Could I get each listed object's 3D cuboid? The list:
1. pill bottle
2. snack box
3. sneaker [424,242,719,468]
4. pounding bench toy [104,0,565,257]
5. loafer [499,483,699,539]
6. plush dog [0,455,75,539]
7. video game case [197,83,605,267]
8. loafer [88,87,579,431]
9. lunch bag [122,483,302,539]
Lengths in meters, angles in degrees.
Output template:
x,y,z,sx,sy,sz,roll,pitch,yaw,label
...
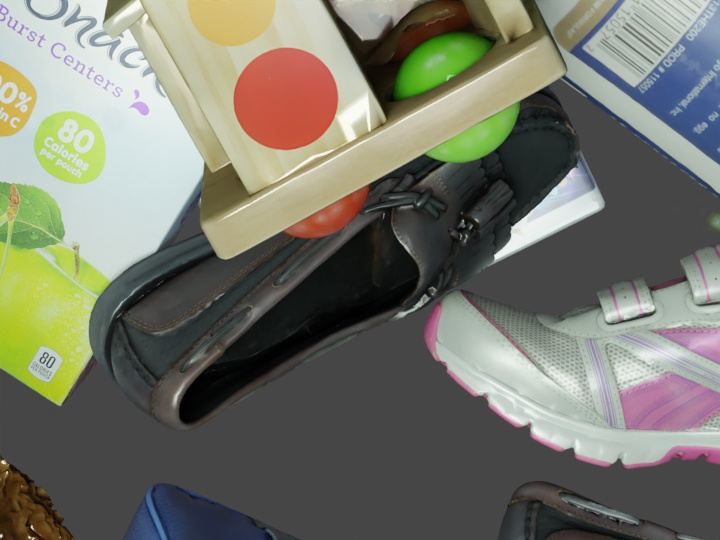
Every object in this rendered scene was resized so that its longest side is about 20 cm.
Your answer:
x,y,z,sx,sy,sz,roll,pitch,yaw,label
0.159,-0.075,1.035,0.200,0.111,0.111,36,96,-8,pill bottle
-0.124,-0.081,1.046,0.168,0.068,0.201,32,103,-1,snack box
0.124,0.028,1.065,0.199,0.081,0.089,12,101,-7,sneaker
0.012,-0.118,0.921,0.199,0.124,0.157,-28,105,6,pounding bench toy
0.146,0.124,1.066,0.199,0.072,0.063,14,52,-14,loafer
-0.203,0.112,1.028,0.199,0.160,0.173,33,78,-20,plush dog
-0.012,-0.083,1.084,0.142,0.018,0.201,-26,96,3,video game case
0.000,0.000,1.031,0.199,0.063,0.072,-28,131,-11,loafer
-0.034,0.168,1.016,0.135,0.200,0.133,23,101,-23,lunch bag
